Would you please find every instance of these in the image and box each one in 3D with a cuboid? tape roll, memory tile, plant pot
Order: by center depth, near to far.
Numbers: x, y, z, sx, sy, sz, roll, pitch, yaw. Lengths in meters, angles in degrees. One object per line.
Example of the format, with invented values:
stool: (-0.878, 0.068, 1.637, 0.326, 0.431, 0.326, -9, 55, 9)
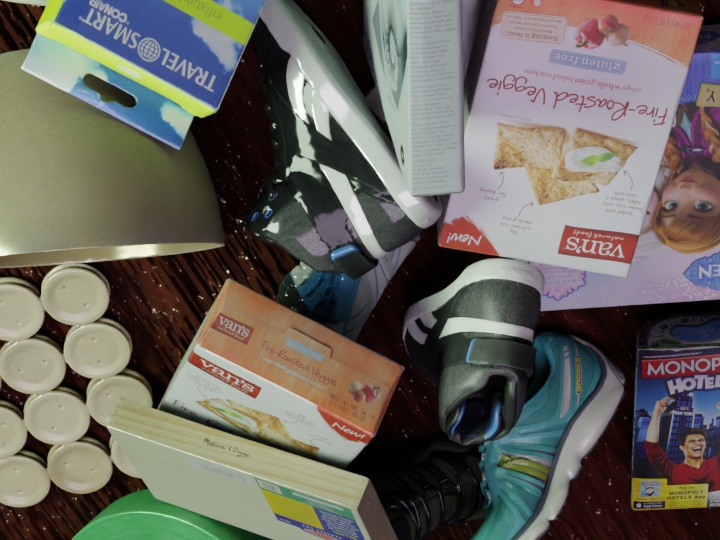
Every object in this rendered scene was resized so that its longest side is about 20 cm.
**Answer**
plant pot: (-0.193, -0.075, 1.559, 0.198, 0.200, 0.136, -5, 88, 1)
memory tile: (-0.232, 0.086, 1.749, 0.152, 0.017, 0.201, -14, 124, 7)
tape roll: (-0.140, 0.266, 1.803, 0.199, 0.048, 0.202, 9, 112, 21)

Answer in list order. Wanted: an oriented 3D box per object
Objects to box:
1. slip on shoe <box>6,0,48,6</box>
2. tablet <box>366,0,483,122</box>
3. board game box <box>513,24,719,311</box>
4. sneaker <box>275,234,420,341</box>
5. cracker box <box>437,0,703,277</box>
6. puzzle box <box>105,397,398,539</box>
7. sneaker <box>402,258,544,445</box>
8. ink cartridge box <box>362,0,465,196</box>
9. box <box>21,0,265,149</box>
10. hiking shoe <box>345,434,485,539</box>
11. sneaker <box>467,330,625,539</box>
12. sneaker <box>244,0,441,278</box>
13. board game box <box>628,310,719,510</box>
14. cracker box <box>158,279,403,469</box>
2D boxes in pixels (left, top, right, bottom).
slip on shoe: (-0.220, -0.212, 1.519, 0.198, 0.074, 0.062, 8, 121, -2)
tablet: (0.116, -0.106, 1.638, 0.199, 0.014, 0.130, 33, 116, -23)
board game box: (0.202, -0.069, 1.633, 0.198, 0.041, 0.201, -4, 123, 1)
sneaker: (0.000, 0.000, 1.674, 0.086, 0.075, 0.201, -16, 144, -32)
cracker box: (0.133, -0.101, 1.552, 0.133, 0.058, 0.201, 9, 122, -6)
puzzle box: (-0.073, 0.155, 1.679, 0.199, 0.026, 0.133, 17, 156, 20)
sneaker: (0.068, 0.074, 1.647, 0.072, 0.113, 0.200, 13, 158, -9)
ink cartridge box: (0.031, -0.182, 1.470, 0.040, 0.200, 0.201, -5, 125, -7)
box: (-0.117, -0.192, 1.482, 0.121, 0.048, 0.201, 27, 79, -19)
hiking shoe: (0.039, 0.180, 1.773, 0.198, 0.101, 0.076, -4, 125, 0)
sneaker: (0.115, 0.137, 1.731, 0.079, 0.077, 0.201, 32, 77, -11)
sneaker: (-0.047, -0.085, 1.549, 0.112, 0.073, 0.201, -37, 82, 12)
board game box: (0.296, 0.077, 1.740, 0.198, 0.062, 0.201, -2, 123, -1)
cracker box: (-0.061, 0.088, 1.650, 0.133, 0.058, 0.200, 27, 156, -3)
